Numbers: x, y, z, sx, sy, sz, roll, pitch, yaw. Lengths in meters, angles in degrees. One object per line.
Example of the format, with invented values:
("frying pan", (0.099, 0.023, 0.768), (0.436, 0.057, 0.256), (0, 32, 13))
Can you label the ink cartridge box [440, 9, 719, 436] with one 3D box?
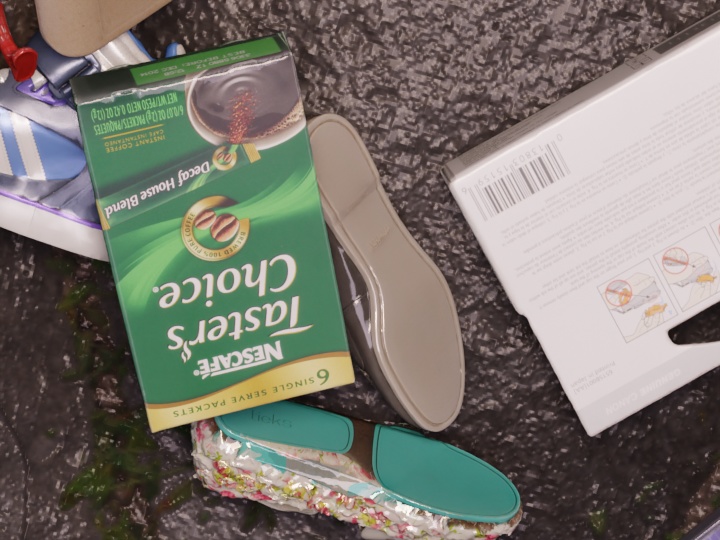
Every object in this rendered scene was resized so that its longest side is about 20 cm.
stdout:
("ink cartridge box", (0.173, -0.029, 1.482), (0.199, 0.044, 0.174), (-29, 105, 1))

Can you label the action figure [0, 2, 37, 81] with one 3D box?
("action figure", (-0.230, -0.186, 1.343), (0.065, 0.052, 0.201), (-24, 74, -9))

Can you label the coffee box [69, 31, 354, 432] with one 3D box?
("coffee box", (-0.077, -0.019, 1.393), (0.122, 0.044, 0.201), (-12, 116, -7))

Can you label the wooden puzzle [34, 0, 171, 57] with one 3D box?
("wooden puzzle", (-0.097, -0.229, 1.340), (0.200, 0.046, 0.186), (-33, 144, -25))

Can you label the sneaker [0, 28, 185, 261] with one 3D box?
("sneaker", (-0.192, -0.103, 1.413), (0.199, 0.081, 0.147), (21, 94, -8))

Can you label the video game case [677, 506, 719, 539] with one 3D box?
("video game case", (0.263, 0.229, 1.564), (0.143, 0.019, 0.200), (-39, 103, 3))

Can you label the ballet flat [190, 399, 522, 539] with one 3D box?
("ballet flat", (-0.006, 0.120, 1.495), (0.199, 0.076, 0.064), (19, 131, -6))

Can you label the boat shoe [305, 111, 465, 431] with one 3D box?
("boat shoe", (0.000, 0.000, 1.472), (0.067, 0.057, 0.201), (-37, 112, -34))
